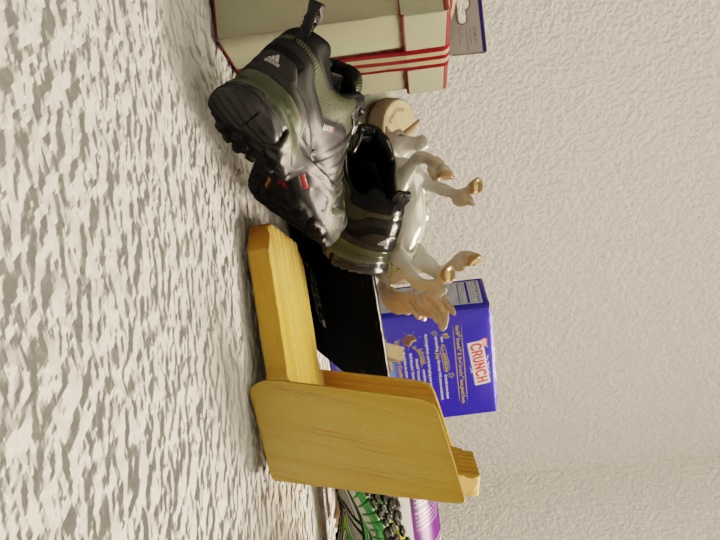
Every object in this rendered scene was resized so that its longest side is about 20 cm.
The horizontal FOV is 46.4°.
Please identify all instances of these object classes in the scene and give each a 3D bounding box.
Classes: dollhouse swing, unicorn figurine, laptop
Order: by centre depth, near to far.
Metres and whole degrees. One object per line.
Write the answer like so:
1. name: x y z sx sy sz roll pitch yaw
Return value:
1. dollhouse swing: 0.006 0.065 0.651 0.200 0.182 0.176 47 49 -82
2. unicorn figurine: 0.046 -0.056 0.736 0.074 0.137 0.200 21 82 -38
3. laptop: 0.000 0.000 0.851 0.200 0.116 0.187 35 -33 41

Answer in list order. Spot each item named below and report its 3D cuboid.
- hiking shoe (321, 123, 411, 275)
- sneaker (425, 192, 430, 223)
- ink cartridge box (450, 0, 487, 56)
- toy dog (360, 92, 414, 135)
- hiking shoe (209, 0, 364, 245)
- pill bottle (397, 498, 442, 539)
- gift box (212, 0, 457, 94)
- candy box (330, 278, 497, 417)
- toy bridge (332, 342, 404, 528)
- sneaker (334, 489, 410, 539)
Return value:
1. hiking shoe: -0.009 -0.090 0.720 0.101 0.076 0.200 -59 -136 30
2. sneaker: 0.026 -0.090 0.890 0.200 0.087 0.075 -109 -175 -53
3. ink cartridge box: 0.007 -0.222 0.742 0.037 0.200 0.095 51 34 -82
4. toy dog: -0.007 -0.217 0.830 0.096 0.132 0.200 -10 89 -48
5. hiking shoe: -0.028 -0.089 0.573 0.101 0.076 0.200 -51 163 -12
6. pill bottle: 0.034 0.262 0.986 0.112 0.112 0.200 -83 167 -72
7. gift box: -0.011 -0.247 0.638 0.185 0.187 0.200 22 63 -86
8. candy box: 0.066 0.105 1.057 0.077 0.200 0.169 -89 172 -59
9. toy bridge: -0.004 0.172 0.893 0.027 0.067 0.200 -12 -116 62
10. sneaker: -0.003 0.258 0.825 0.200 0.085 0.078 70 15 12
